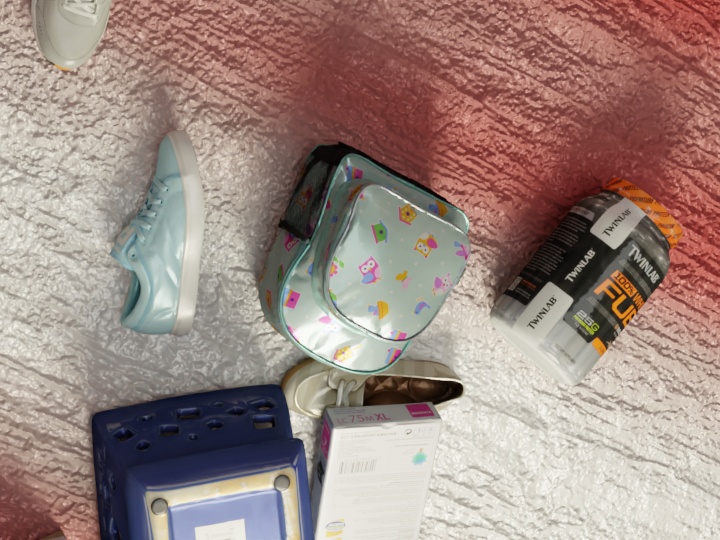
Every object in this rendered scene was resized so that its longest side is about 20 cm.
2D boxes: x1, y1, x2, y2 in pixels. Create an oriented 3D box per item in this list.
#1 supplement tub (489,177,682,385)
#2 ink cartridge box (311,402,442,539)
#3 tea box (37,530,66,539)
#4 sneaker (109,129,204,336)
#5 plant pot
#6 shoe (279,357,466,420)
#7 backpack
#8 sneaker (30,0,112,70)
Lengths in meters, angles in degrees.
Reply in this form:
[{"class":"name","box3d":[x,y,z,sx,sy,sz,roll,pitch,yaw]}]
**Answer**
[{"class":"supplement tub","box3d":[0.238,0.010,1.633,0.122,0.122,0.200,41,86,-22]},{"class":"ink cartridge box","box3d":[0.010,0.230,1.617,0.118,0.042,0.202,-2,118,-19]},{"class":"tea box","box3d":[-0.334,0.391,1.494,0.198,0.134,0.198,-21,108,-15]},{"class":"sneaker","box3d":[-0.196,-0.033,1.494,0.081,0.074,0.202,-1,100,-23]},{"class":"plant pot","box3d":[-0.144,0.238,1.502,0.198,0.180,0.202,-8,104,-15]},{"class":"shoe","box3d":[0.016,0.120,1.610,0.198,0.053,0.071,-1,101,-20]},{"class":"backpack","box3d":[0.000,0.000,1.533,0.175,0.153,0.201,26,97,-27]},{"class":"sneaker","box3d":[-0.245,-0.280,1.418,0.075,0.092,0.202,15,95,-21]}]
